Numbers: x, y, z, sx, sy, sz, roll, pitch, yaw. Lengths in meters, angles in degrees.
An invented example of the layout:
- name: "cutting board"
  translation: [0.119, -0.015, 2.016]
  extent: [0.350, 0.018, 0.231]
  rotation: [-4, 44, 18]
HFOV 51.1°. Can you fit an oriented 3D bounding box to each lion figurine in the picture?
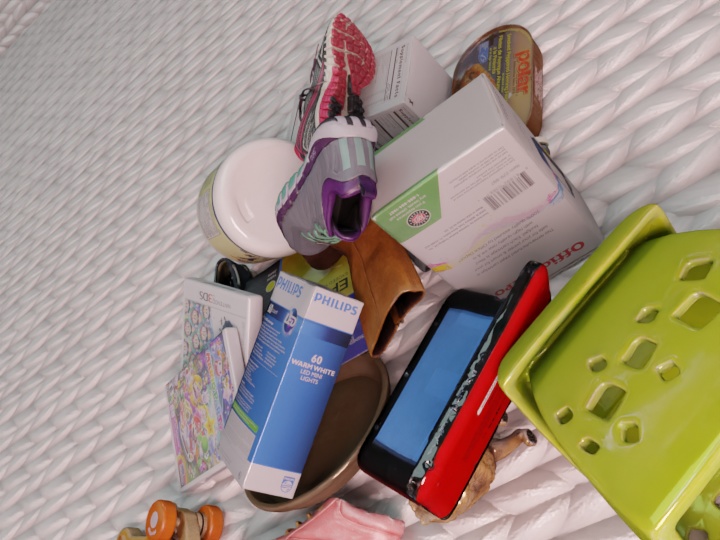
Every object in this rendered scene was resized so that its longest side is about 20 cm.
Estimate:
- name: "lion figurine"
  translation: [0.097, 0.135, 0.717]
  extent: [0.122, 0.072, 0.201]
  rotation: [-41, 26, 34]

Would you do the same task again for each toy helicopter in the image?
- name: "toy helicopter"
  translation: [-0.248, 0.347, 0.904]
  extent: [0.199, 0.079, 0.133]
  rotation: [-18, 60, 48]

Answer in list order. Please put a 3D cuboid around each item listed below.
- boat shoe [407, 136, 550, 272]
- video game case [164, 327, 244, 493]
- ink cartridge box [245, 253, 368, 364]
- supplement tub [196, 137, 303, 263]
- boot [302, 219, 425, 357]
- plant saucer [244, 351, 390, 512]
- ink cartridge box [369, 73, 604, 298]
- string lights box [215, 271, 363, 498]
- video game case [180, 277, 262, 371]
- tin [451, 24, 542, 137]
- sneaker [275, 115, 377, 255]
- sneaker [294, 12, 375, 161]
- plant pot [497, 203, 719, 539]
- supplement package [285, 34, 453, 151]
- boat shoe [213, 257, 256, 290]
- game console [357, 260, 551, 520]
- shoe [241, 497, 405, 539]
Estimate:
- name: "boat shoe"
  translation: [0.130, -0.070, 0.827]
  extent: [0.199, 0.073, 0.062]
  rotation: [-34, 68, 20]
- name: "video game case"
  translation: [-0.185, 0.173, 0.907]
  extent: [0.200, 0.018, 0.144]
  rotation: [-39, 57, 46]
- name: "ink cartridge box"
  translation: [-0.070, 0.047, 0.924]
  extent: [0.197, 0.047, 0.201]
  rotation: [-31, 35, 23]
- name: "supplement tub"
  translation: [-0.134, -0.084, 0.979]
  extent: [0.146, 0.144, 0.200]
  rotation: [-64, 17, -12]
- name: "boot"
  translation: [0.000, 0.000, 0.796]
  extent: [0.189, 0.068, 0.201]
  rotation: [-53, 45, 43]
- name: "plant saucer"
  translation: [-0.043, 0.172, 0.802]
  extent: [0.199, 0.029, 0.201]
  rotation: [-35, 25, 19]
- name: "ink cartridge box"
  translation: [0.119, -0.063, 0.720]
  extent: [0.145, 0.200, 0.088]
  rotation: [-34, 41, 23]
- name: "string lights box"
  translation: [-0.074, 0.109, 0.753]
  extent: [0.103, 0.059, 0.201]
  rotation: [20, 89, 64]
- name: "video game case"
  translation: [-0.177, 0.119, 0.934]
  extent: [0.181, 0.024, 0.202]
  rotation: [10, 99, 52]
- name: "tin"
  translation: [0.163, -0.206, 0.899]
  extent: [0.111, 0.042, 0.201]
  rotation: [-18, 52, 40]
- name: "sneaker"
  translation: [-0.033, -0.049, 0.690]
  extent: [0.200, 0.074, 0.088]
  rotation: [117, 148, -58]
- name: "sneaker"
  translation: [-0.037, -0.221, 0.898]
  extent: [0.074, 0.080, 0.201]
  rotation: [-13, 56, 40]
- name: "plant pot"
  translation: [0.224, 0.084, 0.518]
  extent: [0.200, 0.199, 0.181]
  rotation: [-48, 37, -2]
- name: "supplement package"
  translation: [0.014, -0.195, 0.976]
  extent: [0.199, 0.109, 0.115]
  rotation: [-14, 55, 37]
- name: "boat shoe"
  translation: [-0.177, 0.073, 1.013]
  extent: [0.075, 0.062, 0.201]
  rotation: [-20, 51, 32]
- name: "game console"
  translation: [0.067, 0.088, 0.631]
  extent: [0.118, 0.173, 0.201]
  rotation: [24, 75, 26]
- name: "shoe"
  translation: [-0.046, 0.274, 0.750]
  extent: [0.199, 0.071, 0.092]
  rotation: [-2, 61, 37]
